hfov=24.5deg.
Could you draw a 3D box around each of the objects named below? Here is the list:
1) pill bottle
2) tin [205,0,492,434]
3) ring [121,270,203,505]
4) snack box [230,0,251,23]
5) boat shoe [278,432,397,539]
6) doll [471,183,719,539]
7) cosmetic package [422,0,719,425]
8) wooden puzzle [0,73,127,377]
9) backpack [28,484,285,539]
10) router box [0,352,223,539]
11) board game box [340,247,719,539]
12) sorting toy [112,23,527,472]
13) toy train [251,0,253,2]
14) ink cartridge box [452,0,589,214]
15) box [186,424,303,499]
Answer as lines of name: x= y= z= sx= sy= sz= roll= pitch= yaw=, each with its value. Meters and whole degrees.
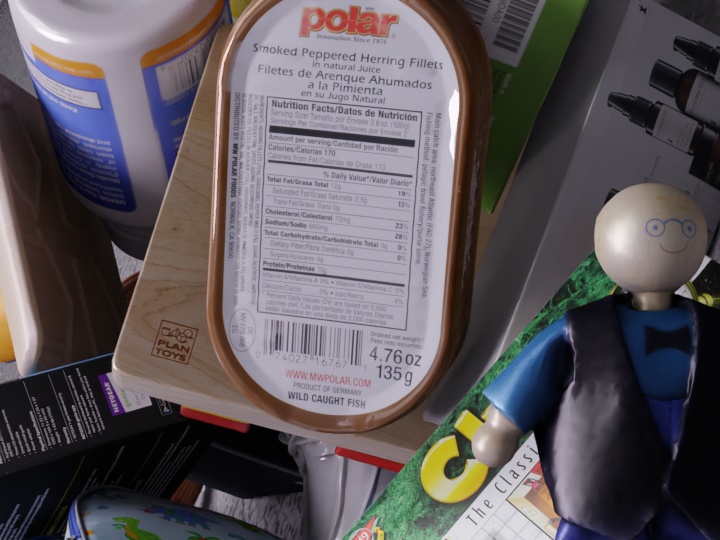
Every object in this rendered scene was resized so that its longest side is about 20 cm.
pill bottle: x=-0.119 y=-0.095 z=0.912 sx=0.200 sy=0.112 sz=0.112 roll=85 pitch=-171 yaw=-54
tin: x=-0.006 y=-0.028 z=0.683 sx=0.042 sy=0.112 sz=0.201 roll=-65 pitch=-21 yaw=-72
ring: x=-0.148 y=0.097 z=1.106 sx=0.019 sy=0.200 sz=0.201 roll=8 pitch=71 yaw=25
snack box: x=0.003 y=-0.153 z=0.976 sx=0.200 sy=0.168 sz=0.068 roll=-33 pitch=26 yaw=55
boat shoe: x=-0.015 y=0.086 z=0.930 sx=0.074 sy=0.065 sz=0.201 roll=-39 pitch=35 yaw=49
doll: x=0.107 y=0.070 z=0.575 sx=0.048 sy=0.136 sz=0.201 roll=127 pitch=139 yaw=-82
cosmetic package: x=0.104 y=-0.013 z=0.721 sx=0.051 sy=0.082 sz=0.201 roll=10 pitch=79 yaw=69
wooden puzzle: x=-0.182 y=-0.013 z=0.931 sx=0.200 sy=0.046 sz=0.186 roll=53 pitch=-160 yaw=-74
backpack: x=-0.100 y=0.197 z=0.848 sx=0.200 sy=0.183 sz=0.147 roll=21 pitch=92 yaw=68
router box: x=-0.165 y=0.108 z=0.900 sx=0.051 sy=0.149 sz=0.200 roll=66 pitch=150 yaw=18
board game box: x=0.078 y=0.076 z=0.639 sx=0.200 sy=0.023 sz=0.105 roll=-49 pitch=46 yaw=-4
sorting toy: x=0.000 y=0.000 z=0.817 sx=0.070 sy=0.199 sz=0.199 roll=108 pitch=176 yaw=-62
toy train: x=-0.027 y=-0.122 z=0.785 sx=0.200 sy=0.084 sz=0.116 roll=-93 pitch=8 yaw=-74
ink cartridge box: x=0.068 y=-0.151 z=0.767 sx=0.200 sy=0.076 sz=0.148 roll=-69 pitch=0 yaw=-45
box: x=-0.062 y=0.032 z=1.042 sx=0.148 sy=0.107 sz=0.201 roll=-20 pitch=51 yaw=61
